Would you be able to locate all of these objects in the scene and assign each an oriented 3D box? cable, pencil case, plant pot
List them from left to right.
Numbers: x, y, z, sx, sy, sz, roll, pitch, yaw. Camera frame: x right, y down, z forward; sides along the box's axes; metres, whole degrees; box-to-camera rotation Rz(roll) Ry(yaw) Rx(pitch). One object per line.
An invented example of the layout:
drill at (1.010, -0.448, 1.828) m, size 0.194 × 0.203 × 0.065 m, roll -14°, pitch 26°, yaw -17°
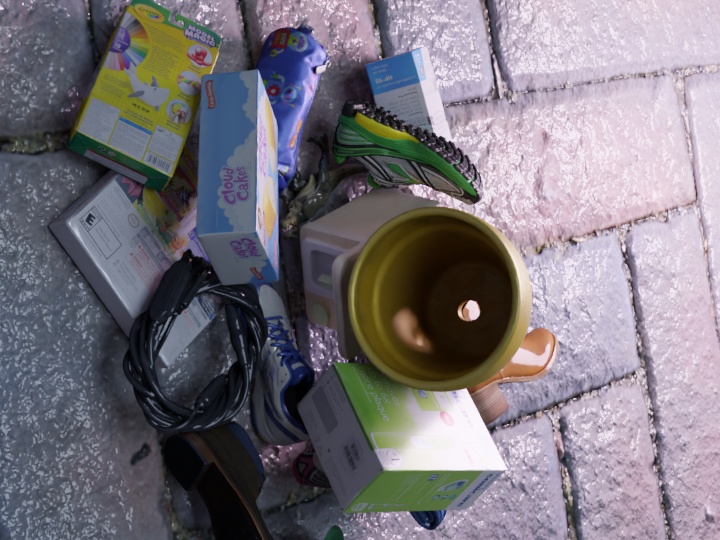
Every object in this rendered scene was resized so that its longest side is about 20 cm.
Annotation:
cable at (-0.177, 0.090, 1.554) m, size 0.163 × 0.050 × 0.202 m, roll 43°, pitch 55°, yaw -38°
pencil case at (-0.095, -0.189, 1.688) m, size 0.078 × 0.086 × 0.202 m, roll 61°, pitch 42°, yaw -64°
plant pot at (0.107, 0.039, 1.632) m, size 0.189 × 0.198 × 0.203 m, roll 18°, pitch 71°, yaw -70°

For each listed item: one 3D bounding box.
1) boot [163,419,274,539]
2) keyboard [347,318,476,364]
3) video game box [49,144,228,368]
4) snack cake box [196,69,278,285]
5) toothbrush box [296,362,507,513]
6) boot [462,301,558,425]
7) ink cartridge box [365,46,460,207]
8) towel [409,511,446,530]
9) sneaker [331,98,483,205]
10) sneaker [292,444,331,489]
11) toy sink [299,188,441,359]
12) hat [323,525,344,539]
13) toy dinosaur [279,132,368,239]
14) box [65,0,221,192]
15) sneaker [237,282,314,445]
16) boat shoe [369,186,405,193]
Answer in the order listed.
boot at (-0.124, 0.249, 1.582) m, size 0.097 × 0.075 × 0.201 m, roll -20°, pitch 69°, yaw -50°
keyboard at (0.072, 0.098, 1.803) m, size 0.198 × 0.021 × 0.128 m, roll -13°, pitch 63°, yaw -28°
video game box at (-0.220, -0.027, 1.580) m, size 0.182 × 0.047 × 0.201 m, roll -47°, pitch 116°, yaw -33°
snack cake box at (-0.130, -0.100, 1.543) m, size 0.115 × 0.066 × 0.202 m, roll 75°, pitch 12°, yaw -62°
toothbrush box at (0.047, 0.189, 1.619) m, size 0.199 × 0.086 × 0.147 m, roll 9°, pitch 44°, yaw -42°
boot at (0.179, 0.091, 1.919) m, size 0.200 × 0.073 × 0.156 m, roll -43°, pitch 109°, yaw -40°
ink cartridge box at (0.072, -0.176, 1.818) m, size 0.116 × 0.066 × 0.202 m, roll -43°, pitch 119°, yaw -74°
towel at (0.080, 0.217, 1.768) m, size 0.112 × 0.048 × 0.201 m, roll 56°, pitch 23°, yaw -25°
sneaker at (0.058, -0.130, 1.735) m, size 0.198 × 0.086 × 0.078 m, roll 27°, pitch 21°, yaw 3°
sneaker at (-0.007, 0.223, 1.734) m, size 0.199 × 0.074 × 0.081 m, roll 13°, pitch 55°, yaw -57°
toy sink at (0.000, 0.000, 1.716) m, size 0.199 × 0.111 × 0.132 m, roll -32°, pitch 126°, yaw -43°
hat at (-0.127, 0.349, 1.642) m, size 0.200 × 0.174 × 0.167 m, roll 75°, pitch 32°, yaw -66°
toy dinosaur at (-0.057, -0.113, 1.745) m, size 0.200 × 0.047 × 0.089 m, roll -43°, pitch 117°, yaw -42°
box at (-0.231, -0.198, 1.556) m, size 0.116 × 0.048 × 0.202 m, roll 26°, pitch 61°, yaw -16°
sneaker at (-0.088, 0.102, 1.659) m, size 0.075 × 0.088 × 0.202 m, roll -17°, pitch 95°, yaw -40°
boat shoe at (0.077, -0.037, 1.841) m, size 0.201 × 0.072 × 0.066 m, roll 54°, pitch 39°, yaw -18°
